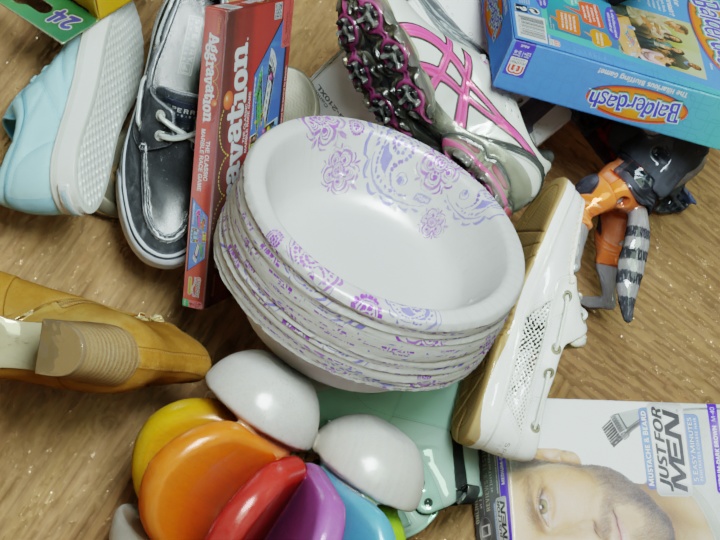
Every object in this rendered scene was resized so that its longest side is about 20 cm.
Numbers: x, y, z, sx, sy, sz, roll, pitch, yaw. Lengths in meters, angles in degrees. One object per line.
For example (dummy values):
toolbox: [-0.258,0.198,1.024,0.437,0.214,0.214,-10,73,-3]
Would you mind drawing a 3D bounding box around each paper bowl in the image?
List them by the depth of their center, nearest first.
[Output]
paper bowl: [0.000,0.000,1.346,0.199,0.105,0.202,19,36,-14]

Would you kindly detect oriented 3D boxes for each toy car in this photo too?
toy car: [-0.055,0.163,1.307,0.199,0.150,0.176,32,96,-13]

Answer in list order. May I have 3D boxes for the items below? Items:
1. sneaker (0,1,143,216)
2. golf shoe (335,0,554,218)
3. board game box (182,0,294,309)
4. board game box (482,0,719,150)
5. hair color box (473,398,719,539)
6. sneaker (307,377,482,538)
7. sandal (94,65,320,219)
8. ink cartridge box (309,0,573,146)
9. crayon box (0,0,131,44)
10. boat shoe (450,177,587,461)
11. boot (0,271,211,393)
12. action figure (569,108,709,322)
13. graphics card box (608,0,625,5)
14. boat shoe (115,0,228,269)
sneaker: [-0.205,-0.121,1.404,0.081,0.074,0.201,-1,46,14]
golf shoe: [0.058,-0.126,1.434,0.092,0.072,0.201,-42,104,-33]
board game box: [-0.082,-0.082,1.386,0.103,0.019,0.202,-27,126,-62]
board game box: [0.187,-0.165,1.467,0.198,0.045,0.153,14,38,-12]
hair color box: [0.180,0.154,1.497,0.198,0.065,0.110,3,73,-23]
sneaker: [-0.001,0.129,1.414,0.199,0.074,0.119,-4,77,-25]
sandal: [-0.108,-0.092,1.447,0.199,0.054,0.081,-22,82,-28]
ink cartridge box: [0.080,-0.143,1.534,0.200,0.084,0.145,-39,92,-29]
crayon box: [-0.174,-0.248,1.434,0.125,0.052,0.200,33,55,31]
boat shoe: [0.125,0.036,1.427,0.069,0.071,0.202,23,79,-13]
boot: [-0.209,0.043,1.342,0.144,0.200,0.071,13,91,-60]
action figure: [0.219,-0.058,1.532,0.200,0.104,0.195,32,87,-49]
graphics card box: [0.149,-0.297,1.424,0.200,0.051,0.126,39,62,-22]
boat shoe: [-0.120,-0.104,1.388,0.071,0.068,0.202,12,80,-9]
